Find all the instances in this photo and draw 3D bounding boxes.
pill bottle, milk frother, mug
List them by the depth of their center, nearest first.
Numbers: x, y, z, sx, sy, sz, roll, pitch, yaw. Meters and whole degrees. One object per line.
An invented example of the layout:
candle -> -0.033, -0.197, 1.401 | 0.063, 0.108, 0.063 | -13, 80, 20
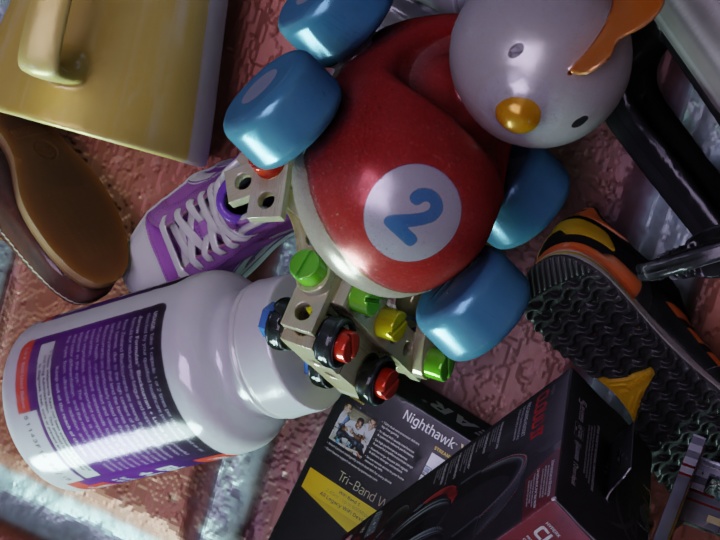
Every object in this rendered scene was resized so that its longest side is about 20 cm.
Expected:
milk frother -> 0.197, -0.096, 1.148 | 0.180, 0.200, 0.189 | -38, 78, 20
mug -> -0.139, -0.152, 1.320 | 0.149, 0.186, 0.154 | 15, 92, -21
pill bottle -> -0.110, 0.063, 1.333 | 0.199, 0.111, 0.112 | -16, 87, 33

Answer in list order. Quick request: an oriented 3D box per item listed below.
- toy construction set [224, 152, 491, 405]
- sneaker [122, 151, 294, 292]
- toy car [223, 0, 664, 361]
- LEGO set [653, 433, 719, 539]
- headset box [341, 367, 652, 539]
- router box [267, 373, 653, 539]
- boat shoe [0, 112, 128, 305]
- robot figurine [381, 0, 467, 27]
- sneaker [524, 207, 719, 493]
toy construction set -> 0.000, 0.000, 1.237 | 0.092, 0.200, 0.132 | 12, 73, 42
sneaker -> -0.083, -0.036, 1.328 | 0.200, 0.114, 0.073 | -30, 83, 24
toy car -> 0.070, -0.088, 1.134 | 0.184, 0.177, 0.200 | 44, 133, -19
LEGO set -> 0.230, 0.172, 1.197 | 0.199, 0.154, 0.116 | 15, 59, 20
headset box -> 0.073, 0.152, 1.184 | 0.200, 0.149, 0.075 | -38, 103, 23
router box -> 0.050, 0.171, 1.314 | 0.199, 0.052, 0.158 | 32, 105, 19
boat shoe -> -0.215, -0.054, 1.408 | 0.070, 0.070, 0.200 | -50, 60, 36
robot figurine -> 0.056, -0.204, 1.252 | 0.199, 0.113, 0.170 | 28, 120, 20
sneaker -> 0.175, 0.047, 1.243 | 0.070, 0.090, 0.200 | -33, 106, 35
